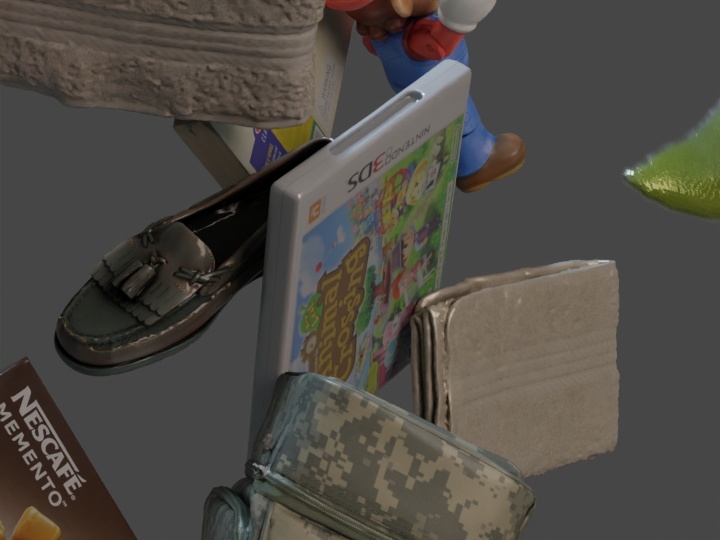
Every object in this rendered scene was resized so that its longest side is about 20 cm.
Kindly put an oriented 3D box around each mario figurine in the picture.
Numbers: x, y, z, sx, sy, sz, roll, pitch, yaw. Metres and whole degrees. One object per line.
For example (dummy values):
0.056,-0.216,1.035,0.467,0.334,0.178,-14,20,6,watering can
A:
0.050,-0.154,1.397,0.200,0.123,0.106,64,34,-31,mario figurine

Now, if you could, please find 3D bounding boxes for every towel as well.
0.099,0.067,1.406,0.200,0.034,0.133,-9,102,-48,towel
-0.119,-0.141,1.183,0.200,0.133,0.034,7,47,-2,towel

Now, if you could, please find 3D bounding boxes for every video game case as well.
0.000,0.000,1.282,0.182,0.022,0.200,-39,145,-46,video game case

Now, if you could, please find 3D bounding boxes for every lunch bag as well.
-0.012,0.149,1.144,0.139,0.200,0.168,25,85,-7,lunch bag

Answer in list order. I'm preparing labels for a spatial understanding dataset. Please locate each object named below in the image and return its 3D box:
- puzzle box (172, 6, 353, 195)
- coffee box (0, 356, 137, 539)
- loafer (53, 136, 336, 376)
-0.054,-0.129,1.343,0.133,0.025,0.200,53,39,-47,puzzle box
-0.171,0.161,1.098,0.114,0.080,0.200,-35,98,-46,coffee box
-0.087,-0.015,1.233,0.200,0.063,0.072,-32,56,-30,loafer
